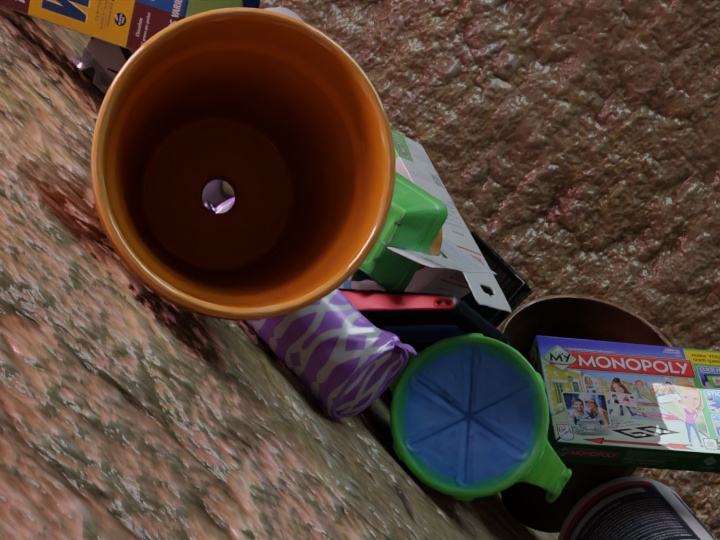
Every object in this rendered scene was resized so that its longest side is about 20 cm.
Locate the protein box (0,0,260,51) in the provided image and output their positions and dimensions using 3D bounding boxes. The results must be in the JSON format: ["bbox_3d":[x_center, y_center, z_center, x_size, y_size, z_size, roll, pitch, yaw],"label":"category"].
[{"bbox_3d":[-0.216,-0.303,1.563,0.198,0.136,0.198,19,17,13],"label":"protein box"}]

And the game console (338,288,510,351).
[{"bbox_3d":[0.025,0.049,1.395,0.175,0.031,0.200,3,-11,20],"label":"game console"}]

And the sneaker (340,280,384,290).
[{"bbox_3d":[0.000,0.000,1.591,0.076,0.080,0.201,42,29,-40],"label":"sneaker"}]

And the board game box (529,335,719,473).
[{"bbox_3d":[0.262,0.124,1.480,0.198,0.029,0.135,5,42,-9],"label":"board game box"}]

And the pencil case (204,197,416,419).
[{"bbox_3d":[-0.049,0.023,1.266,0.200,0.085,0.084,48,4,18],"label":"pencil case"}]

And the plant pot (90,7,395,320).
[{"bbox_3d":[-0.090,-0.064,1.120,0.200,0.200,0.183,45,-10,-5],"label":"plant pot"}]

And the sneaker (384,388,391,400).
[{"bbox_3d":[0.066,0.123,1.546,0.200,0.066,0.090,50,4,23],"label":"sneaker"}]

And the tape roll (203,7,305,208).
[{"bbox_3d":[-0.101,-0.122,1.352,0.071,0.202,0.202,46,5,15],"label":"tape roll"}]

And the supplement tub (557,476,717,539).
[{"bbox_3d":[0.272,0.290,1.466,0.140,0.140,0.200,43,5,-22],"label":"supplement tub"}]

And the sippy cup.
[{"bbox_3d":[0.094,0.132,1.394,0.130,0.138,0.179,73,-4,-79],"label":"sippy cup"}]

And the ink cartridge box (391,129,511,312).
[{"bbox_3d":[0.060,-0.032,1.557,0.201,0.067,0.117,62,17,17],"label":"ink cartridge box"}]

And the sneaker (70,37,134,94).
[{"bbox_3d":[-0.201,-0.180,1.677,0.200,0.088,0.074,45,3,-23],"label":"sneaker"}]

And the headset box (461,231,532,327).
[{"bbox_3d":[0.118,0.051,1.982,0.093,0.174,0.200,45,3,8],"label":"headset box"}]

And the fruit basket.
[{"bbox_3d":[0.014,-0.041,1.375,0.185,0.094,0.200,34,5,18],"label":"fruit basket"}]

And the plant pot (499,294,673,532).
[{"bbox_3d":[0.206,0.161,1.599,0.187,0.186,0.201,48,-37,34],"label":"plant pot"}]
